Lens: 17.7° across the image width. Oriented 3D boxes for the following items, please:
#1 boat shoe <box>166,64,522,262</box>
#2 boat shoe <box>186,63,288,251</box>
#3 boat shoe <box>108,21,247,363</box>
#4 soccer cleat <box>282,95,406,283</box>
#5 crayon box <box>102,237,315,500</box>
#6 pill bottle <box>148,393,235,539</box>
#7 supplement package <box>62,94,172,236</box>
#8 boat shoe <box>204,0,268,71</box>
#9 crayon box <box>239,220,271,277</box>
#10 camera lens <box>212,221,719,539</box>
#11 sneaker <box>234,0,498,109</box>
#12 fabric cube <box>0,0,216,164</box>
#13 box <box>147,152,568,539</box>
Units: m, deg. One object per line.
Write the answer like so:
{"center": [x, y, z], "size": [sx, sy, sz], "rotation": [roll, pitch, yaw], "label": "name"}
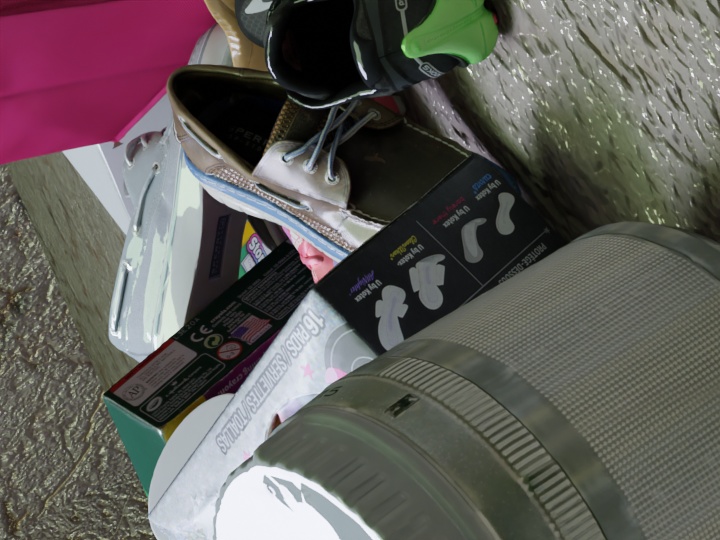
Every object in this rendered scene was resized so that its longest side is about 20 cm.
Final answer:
{"center": [-0.017, -0.051, 1.089], "size": [0.199, 0.073, 0.072], "rotation": [14, 156, 35], "label": "boat shoe"}
{"center": [-0.064, -0.098, 1.318], "size": [0.057, 0.066, 0.202], "rotation": [-22, 83, 53], "label": "boat shoe"}
{"center": [-0.100, -0.043, 1.257], "size": [0.071, 0.070, 0.203], "rotation": [16, 102, 25], "label": "boat shoe"}
{"center": [0.000, 0.000, 1.161], "size": [0.067, 0.076, 0.202], "rotation": [113, 148, -65], "label": "soccer cleat"}
{"center": [-0.030, 0.079, 1.283], "size": [0.058, 0.200, 0.173], "rotation": [25, 145, 41], "label": "crayon box"}
{"center": [-0.009, 0.142, 1.195], "size": [0.199, 0.113, 0.112], "rotation": [32, -172, -35], "label": "pill bottle"}
{"center": [-0.147, -0.114, 1.580], "size": [0.200, 0.116, 0.118], "rotation": [48, 161, 54], "label": "supplement package"}
{"center": [-0.048, -0.157, 1.164], "size": [0.201, 0.070, 0.070], "rotation": [86, 175, -54], "label": "boat shoe"}
{"center": [-0.053, 0.073, 1.460], "size": [0.119, 0.058, 0.201], "rotation": [-41, 49, 34], "label": "crayon box"}
{"center": [0.068, 0.087, 0.816], "size": [0.160, 0.199, 0.161], "rotation": [35, 140, 36], "label": "camera lens"}
{"center": [-0.017, -0.118, 1.033], "size": [0.200, 0.083, 0.077], "rotation": [15, 130, 64], "label": "sneaker"}
{"center": [-0.199, -0.181, 1.247], "size": [0.200, 0.198, 0.197], "rotation": [-38, 72, 45], "label": "fabric cube"}
{"center": [0.014, 0.071, 1.021], "size": [0.115, 0.132, 0.200], "rotation": [44, 138, 7], "label": "box"}
